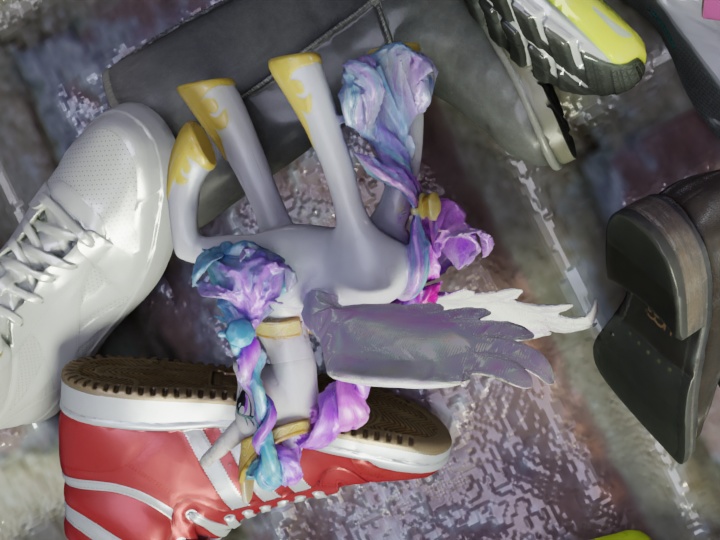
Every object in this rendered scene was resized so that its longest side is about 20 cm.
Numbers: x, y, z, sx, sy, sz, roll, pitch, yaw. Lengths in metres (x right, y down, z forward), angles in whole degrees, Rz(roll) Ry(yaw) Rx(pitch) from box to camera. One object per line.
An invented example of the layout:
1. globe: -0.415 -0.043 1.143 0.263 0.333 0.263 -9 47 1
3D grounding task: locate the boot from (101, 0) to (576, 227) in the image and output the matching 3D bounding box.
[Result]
1. boot: -0.013 -0.080 0.985 0.199 0.073 0.183 -33 71 7

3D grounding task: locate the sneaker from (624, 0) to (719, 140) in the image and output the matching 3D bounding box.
1. sneaker: 0.163 -0.151 0.947 0.080 0.070 0.201 -34 86 -3

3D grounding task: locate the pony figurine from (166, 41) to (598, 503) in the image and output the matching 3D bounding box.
1. pony figurine: 0.000 0.000 0.911 0.191 0.166 0.202 -9 91 20

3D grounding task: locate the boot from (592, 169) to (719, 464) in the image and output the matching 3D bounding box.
1. boot: 0.197 -0.008 0.920 0.173 0.201 0.069 -32 58 -17

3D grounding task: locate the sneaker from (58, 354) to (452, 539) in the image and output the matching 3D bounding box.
1. sneaker: -0.057 0.112 1.005 0.198 0.071 0.114 8 106 3

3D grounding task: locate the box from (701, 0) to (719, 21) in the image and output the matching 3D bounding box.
1. box: 0.255 -0.199 0.855 0.174 0.097 0.201 12 64 13

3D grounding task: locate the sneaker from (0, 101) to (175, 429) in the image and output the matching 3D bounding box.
1. sneaker: -0.166 0.011 0.977 0.074 0.115 0.201 39 118 19

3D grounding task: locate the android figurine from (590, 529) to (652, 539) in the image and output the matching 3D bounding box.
1. android figurine: 0.139 0.210 0.925 0.198 0.041 0.183 -11 60 -12

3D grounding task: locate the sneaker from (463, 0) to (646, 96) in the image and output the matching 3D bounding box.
1. sneaker: 0.071 -0.165 0.905 0.090 0.078 0.200 -39 70 -4
